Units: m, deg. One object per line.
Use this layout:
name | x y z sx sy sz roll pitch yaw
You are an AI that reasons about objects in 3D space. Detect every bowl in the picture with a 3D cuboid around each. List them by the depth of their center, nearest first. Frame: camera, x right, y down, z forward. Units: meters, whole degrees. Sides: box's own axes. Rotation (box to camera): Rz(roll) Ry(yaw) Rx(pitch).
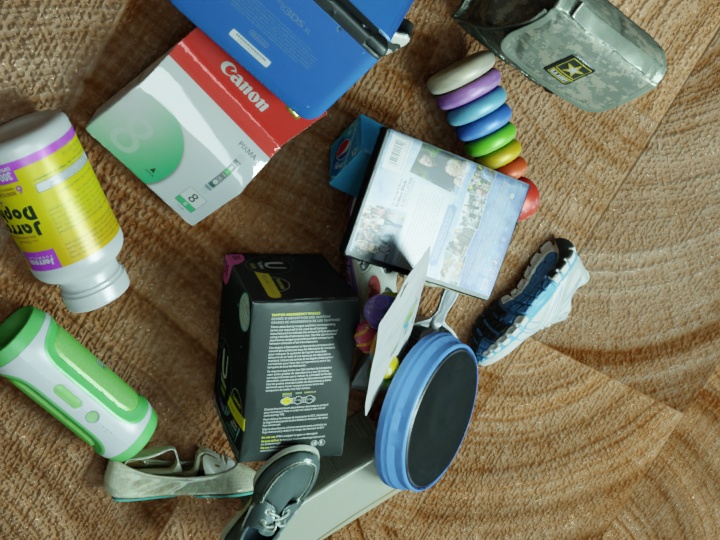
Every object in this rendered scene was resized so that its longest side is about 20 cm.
bowl | 0.086 0.176 1.174 0.200 0.039 0.202 -36 135 -47

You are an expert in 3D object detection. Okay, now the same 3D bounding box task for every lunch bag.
lunch bag | 0.223 -0.261 1.060 0.164 0.200 0.118 28 99 -28

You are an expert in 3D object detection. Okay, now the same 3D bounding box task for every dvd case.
dvd case | 0.085 -0.058 1.059 0.199 0.018 0.143 17 95 -28

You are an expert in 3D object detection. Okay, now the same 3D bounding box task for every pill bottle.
pill bottle | -0.315 -0.058 1.002 0.104 0.104 0.201 -25 117 -9

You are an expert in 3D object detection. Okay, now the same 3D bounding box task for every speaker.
speaker | -0.324 0.131 1.085 0.088 0.088 0.200 -41 119 0

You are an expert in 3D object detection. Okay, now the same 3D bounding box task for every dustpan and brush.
dustpan and brush | 0.083 0.084 1.227 0.139 0.057 0.201 12 106 -24

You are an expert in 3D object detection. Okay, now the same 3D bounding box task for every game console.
game console | -0.061 -0.285 0.952 0.200 0.119 0.171 40 120 -21

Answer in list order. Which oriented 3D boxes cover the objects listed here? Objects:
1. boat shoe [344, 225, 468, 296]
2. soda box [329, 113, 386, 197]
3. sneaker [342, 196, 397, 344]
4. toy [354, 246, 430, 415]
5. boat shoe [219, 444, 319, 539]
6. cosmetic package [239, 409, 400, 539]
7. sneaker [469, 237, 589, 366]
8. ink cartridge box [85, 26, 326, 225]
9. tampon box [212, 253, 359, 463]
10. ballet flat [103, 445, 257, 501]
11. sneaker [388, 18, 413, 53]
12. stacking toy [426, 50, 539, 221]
boat shoe | 0.070 -0.017 1.121 0.200 0.072 0.065 28 127 -32
soda box | 0.063 -0.102 1.130 0.199 0.064 0.068 24 135 -27
sneaker | 0.000 0.000 1.160 0.080 0.083 0.201 -4 98 -39
toy | 0.024 0.064 1.058 0.115 0.047 0.200 -56 162 -32
boat shoe | -0.100 0.282 1.101 0.073 0.062 0.200 18 121 -29
cosmetic package | -0.050 0.278 1.235 0.199 0.104 0.073 -31 119 -5
sneaker | 0.230 0.058 1.266 0.200 0.075 0.087 -47 124 3
ink cartridge box | -0.161 -0.156 1.007 0.200 0.050 0.161 -30 121 26
tampon box | -0.092 0.097 1.119 0.126 0.150 0.201 -1 111 -21
ballet flat | -0.215 0.248 1.186 0.199 0.067 0.063 0 101 -20
sneaker | -0.002 -0.320 1.012 0.087 0.076 0.200 -9 129 20
stacking toy | 0.156 -0.151 1.121 0.085 0.085 0.201 -30 104 -6
